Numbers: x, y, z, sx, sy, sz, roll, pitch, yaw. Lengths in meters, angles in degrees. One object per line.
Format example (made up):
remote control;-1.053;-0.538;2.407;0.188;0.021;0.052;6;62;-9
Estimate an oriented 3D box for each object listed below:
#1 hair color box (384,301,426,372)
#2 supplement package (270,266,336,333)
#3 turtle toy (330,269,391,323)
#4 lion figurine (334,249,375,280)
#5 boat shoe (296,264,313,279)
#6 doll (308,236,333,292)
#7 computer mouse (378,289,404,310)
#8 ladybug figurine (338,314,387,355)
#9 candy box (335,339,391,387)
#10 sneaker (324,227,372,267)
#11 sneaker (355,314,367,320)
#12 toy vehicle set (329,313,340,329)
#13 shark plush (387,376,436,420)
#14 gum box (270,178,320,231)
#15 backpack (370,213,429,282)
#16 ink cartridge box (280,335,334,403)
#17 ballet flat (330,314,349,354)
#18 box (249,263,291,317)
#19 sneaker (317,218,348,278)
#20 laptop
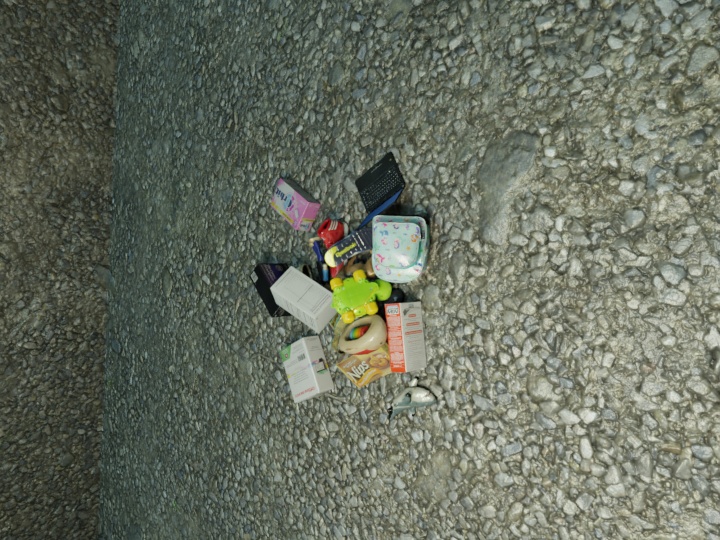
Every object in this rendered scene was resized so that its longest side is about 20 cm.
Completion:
hair color box;0.136;0.196;1.558;0.064;0.110;0.202;-7;85;41
supplement package;-0.187;0.099;1.753;0.199;0.114;0.110;32;155;22
turtle toy;0.003;0.079;1.602;0.198;0.101;0.147;-19;74;-4
lion figurine;0.000;0.000;1.669;0.199;0.123;0.073;-18;122;45
boat shoe;-0.191;0.067;1.870;0.069;0.073;0.201;-40;61;35
doll;-0.131;-0.009;1.798;0.137;0.048;0.201;107;147;-73
computer mouse;0.062;0.114;1.675;0.200;0.034;0.059;-34;70;37
ladybug figurine;0.011;0.201;1.568;0.199;0.072;0.136;-15;36;53
candy box;0.029;0.289;1.655;0.115;0.055;0.200;46;128;-13
sneaker;-0.032;-0.081;1.685;0.074;0.199;0.082;64;170;-6
sneaker;0.009;0.172;1.678;0.200;0.075;0.088;49;133;16
toy vehicle set;-0.062;0.102;1.788;0.124;0.026;0.201;45;118;32
shark plush;0.140;0.419;1.590;0.083;0.091;0.200;41;116;-1
gum box;-0.247;-0.247;1.922;0.200;0.066;0.114;42;115;34
backpack;0.117;-0.063;1.545;0.176;0.150;0.202;4;101;16
ink cartridge box;-0.193;0.355;1.870;0.144;0.084;0.201;-32;69;37
ballet flat;-0.054;0.216;1.727;0.071;0.070;0.201;55;149;27
box;-0.301;0.070;1.926;0.079;0.141;0.201;-49;60;28
sneaker;-0.104;-0.076;1.746;0.078;0.115;0.202;-13;70;42
laptop;0.043;-0.250;1.641;0.177;0.103;0.201;-34;69;36
